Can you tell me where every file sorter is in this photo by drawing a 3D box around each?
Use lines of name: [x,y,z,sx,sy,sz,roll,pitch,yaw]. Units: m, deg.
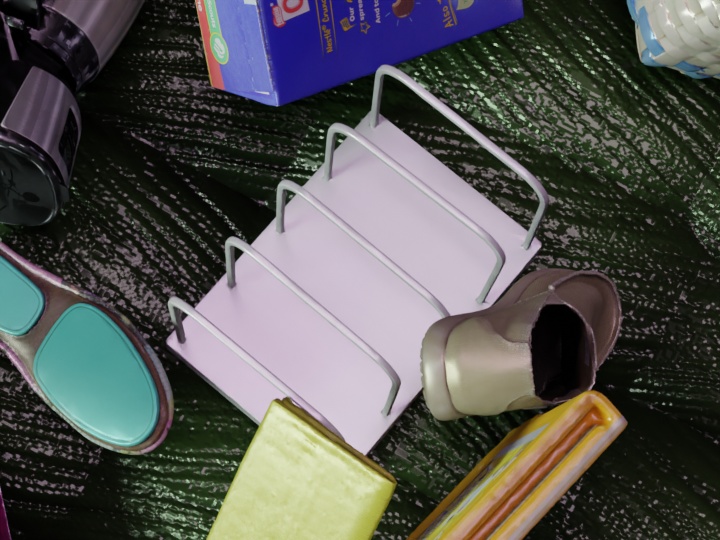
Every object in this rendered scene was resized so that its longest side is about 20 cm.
file sorter: [0.000,0.000,1.064,0.139,0.125,0.200,39,75,8]

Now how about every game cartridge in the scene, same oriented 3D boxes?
game cartridge: [0.052,0.144,0.983,0.032,0.200,0.176,45,76,1]

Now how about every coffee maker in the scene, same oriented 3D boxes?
coffee maker: [-0.233,-0.139,1.086,0.192,0.135,0.200,4,56,26]

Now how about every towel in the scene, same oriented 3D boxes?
towel: [-0.050,0.172,0.996,0.086,0.018,0.200,33,115,19]

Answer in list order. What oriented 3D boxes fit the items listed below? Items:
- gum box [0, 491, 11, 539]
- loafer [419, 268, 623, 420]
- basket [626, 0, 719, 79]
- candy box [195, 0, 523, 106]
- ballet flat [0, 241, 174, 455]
gum box: [-0.268,0.133,1.042,0.113,0.066,0.200,-14,75,-6]
loafer: [0.107,0.045,1.031,0.068,0.200,0.076,2,104,32]
basket: [0.253,-0.215,1.097,0.139,0.200,0.177,3,71,-35]
candy box: [-0.006,-0.208,1.073,0.200,0.077,0.169,-23,115,-34]
ballet flat: [-0.179,0.039,1.069,0.200,0.071,0.069,35,86,18]
